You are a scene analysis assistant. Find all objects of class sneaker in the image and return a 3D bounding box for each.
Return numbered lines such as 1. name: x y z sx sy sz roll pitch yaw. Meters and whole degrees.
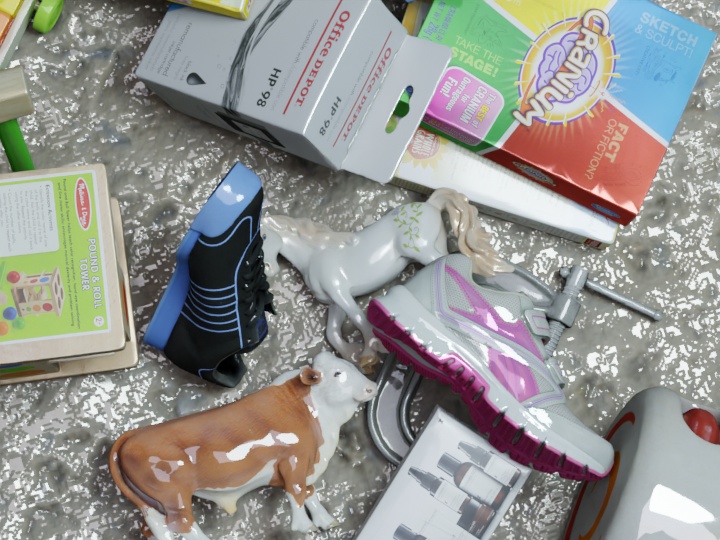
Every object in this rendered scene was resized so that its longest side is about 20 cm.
1. sneaker: -0.089 0.007 1.322 0.078 0.200 0.070 31 51 3
2. sneaker: 0.104 0.062 1.301 0.200 0.081 0.088 43 74 -1

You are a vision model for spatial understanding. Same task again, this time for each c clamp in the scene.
1. c clamp: 0.104 0.073 1.398 0.170 0.027 0.201 30 82 2

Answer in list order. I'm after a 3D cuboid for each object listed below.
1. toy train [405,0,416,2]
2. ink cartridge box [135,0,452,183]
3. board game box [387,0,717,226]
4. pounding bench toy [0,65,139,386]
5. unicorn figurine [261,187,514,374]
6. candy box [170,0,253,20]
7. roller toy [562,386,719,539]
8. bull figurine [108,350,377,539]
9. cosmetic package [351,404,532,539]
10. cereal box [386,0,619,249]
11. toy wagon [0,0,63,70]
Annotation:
1. toy train: 0.035 -0.286 1.382 0.114 0.087 0.201 -8 59 30
2. ink cartridge box: -0.048 -0.150 1.354 0.199 0.067 0.116 21 80 31
3. board game box: 0.138 -0.145 1.384 0.199 0.040 0.154 25 79 0
4. pounding bench toy: -0.230 -0.029 1.326 0.123 0.156 0.202 -7 83 -4
5. unicorn figurine: 0.000 0.000 1.383 0.199 0.074 0.138 -22 76 -8
6. candy box: -0.160 -0.251 1.356 0.199 0.026 0.103 16 79 11
7. roller toy: 0.227 0.183 1.311 0.139 0.200 0.183 22 61 -1
8. bull figurine: -0.076 0.136 1.358 0.199 0.065 0.122 -16 81 -5
9. cosmetic package: 0.035 0.202 1.351 0.082 0.051 0.201 32 91 3
10. cereal box: 0.112 -0.113 1.418 0.199 0.040 0.145 18 81 -1
11. toy wagon: -0.319 -0.173 1.399 0.154 0.040 0.201 26 81 0
